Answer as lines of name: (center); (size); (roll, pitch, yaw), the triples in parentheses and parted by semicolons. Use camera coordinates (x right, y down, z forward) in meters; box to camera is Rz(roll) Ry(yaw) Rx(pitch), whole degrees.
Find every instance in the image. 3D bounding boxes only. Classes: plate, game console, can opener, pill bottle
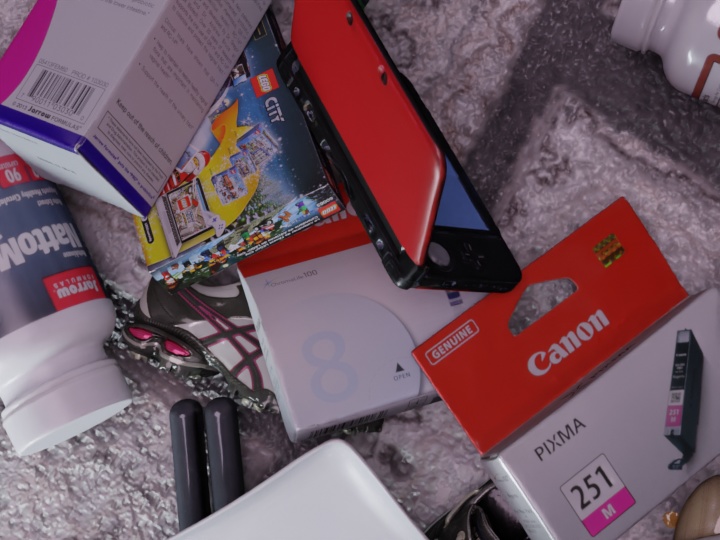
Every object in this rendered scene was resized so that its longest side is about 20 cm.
plate: (-0.029, 0.217, 1.144); (0.199, 0.032, 0.200); (-32, 112, 22)
game console: (0.036, -0.099, 1.090); (0.119, 0.171, 0.201); (-48, 56, 33)
can opener: (-0.107, 0.193, 1.199); (0.053, 0.067, 0.202); (-4, 95, 11)
pill bottle: (0.273, -0.155, 1.124); (0.199, 0.112, 0.113); (24, 93, 8)
pill bottle: (-0.241, 0.020, 1.195); (0.119, 0.120, 0.201); (-28, 84, 7)

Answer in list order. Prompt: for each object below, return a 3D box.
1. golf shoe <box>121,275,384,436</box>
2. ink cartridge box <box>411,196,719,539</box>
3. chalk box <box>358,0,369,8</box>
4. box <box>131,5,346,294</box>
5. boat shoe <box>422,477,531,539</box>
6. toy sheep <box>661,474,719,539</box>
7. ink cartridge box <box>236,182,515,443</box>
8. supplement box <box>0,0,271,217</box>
golf shoe: (-0.069, 0.054, 1.194); (0.199, 0.077, 0.089); (23, 87, 9)
ink cartridge box: (0.161, 0.070, 1.126); (0.199, 0.044, 0.174); (-35, 93, -18)
chalk box: (-0.014, -0.269, 1.164); (0.199, 0.124, 0.124); (36, 93, 7)
box: (-0.104, -0.099, 1.177); (0.136, 0.038, 0.201); (-25, 59, 8)
boat shoe: (0.085, 0.185, 1.172); (0.071, 0.064, 0.200); (42, 95, 7)
toy sheep: (0.253, 0.234, 1.111); (0.137, 0.138, 0.202); (-9, 76, 9)
ink cartridge box: (0.000, 0.000, 1.159); (0.159, 0.047, 0.202); (-16, 77, -11)
supplement box: (-0.154, -0.155, 1.141); (0.101, 0.103, 0.201); (21, 75, 30)
